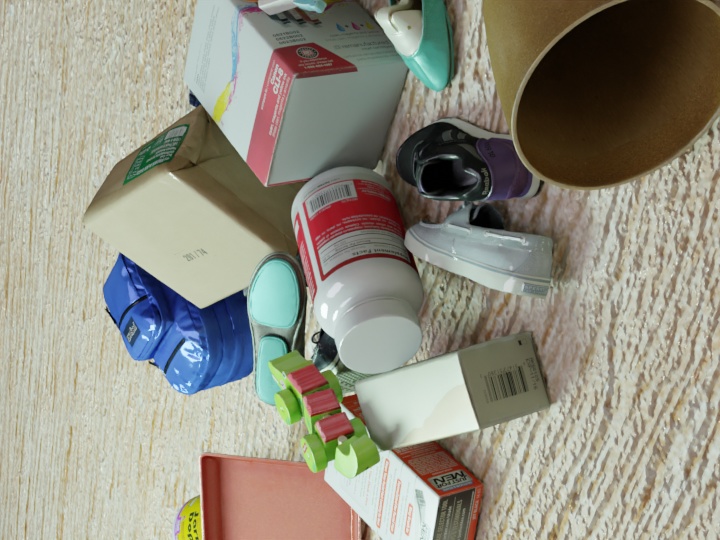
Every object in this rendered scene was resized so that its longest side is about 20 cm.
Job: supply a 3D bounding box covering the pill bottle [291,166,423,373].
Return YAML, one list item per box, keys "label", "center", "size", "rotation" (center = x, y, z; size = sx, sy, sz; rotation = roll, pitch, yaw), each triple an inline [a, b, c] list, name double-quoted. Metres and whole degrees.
- label: "pill bottle"
  center: [0.000, 0.000, 1.570]
  size: [0.113, 0.111, 0.201]
  rotation: [112, 153, -42]

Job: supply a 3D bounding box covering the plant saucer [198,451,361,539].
- label: "plant saucer"
  center: [-0.090, 0.310, 1.850]
  size: [0.198, 0.037, 0.202]
  rotation: [4, 108, 15]

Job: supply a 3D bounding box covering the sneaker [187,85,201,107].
- label: "sneaker"
  center: [-0.143, -0.274, 1.785]
  size: [0.201, 0.077, 0.085]
  rotation: [-57, 37, 27]

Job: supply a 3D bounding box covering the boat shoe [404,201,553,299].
- label: "boat shoe"
  center: [0.116, -0.028, 1.481]
  size: [0.200, 0.070, 0.072]
  rotation: [24, 101, 54]

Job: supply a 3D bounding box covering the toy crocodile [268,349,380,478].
- label: "toy crocodile"
  center: [-0.041, 0.146, 1.624]
  size: [0.200, 0.067, 0.062]
  rotation: [-126, 24, -46]

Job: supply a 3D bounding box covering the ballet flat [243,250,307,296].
- label: "ballet flat"
  center: [-0.077, -0.006, 1.785]
  size: [0.200, 0.072, 0.073]
  rotation: [-13, 90, 57]

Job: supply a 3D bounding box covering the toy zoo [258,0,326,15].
- label: "toy zoo"
  center: [-0.050, -0.340, 1.553]
  size: [0.131, 0.020, 0.201]
  rotation: [-23, 59, 27]

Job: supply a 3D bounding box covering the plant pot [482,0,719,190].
- label: "plant pot"
  center: [0.171, -0.199, 1.241]
  size: [0.201, 0.185, 0.187]
  rotation: [-114, 31, -42]

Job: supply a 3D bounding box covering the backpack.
- label: "backpack"
  center: [-0.214, 0.053, 1.929]
  size: [0.201, 0.167, 0.163]
  rotation: [61, 151, 17]

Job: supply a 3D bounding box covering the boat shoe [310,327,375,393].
- label: "boat shoe"
  center: [-0.016, 0.088, 1.709]
  size: [0.200, 0.074, 0.063]
  rotation: [125, 138, -58]

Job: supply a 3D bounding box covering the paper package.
- label: "paper package"
  center: [-0.180, -0.066, 1.757]
  size: [0.199, 0.190, 0.104]
  rotation: [-23, 39, 48]

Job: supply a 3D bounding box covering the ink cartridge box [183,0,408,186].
- label: "ink cartridge box"
  center: [-0.072, -0.211, 1.628]
  size: [0.200, 0.145, 0.145]
  rotation: [51, 139, 35]

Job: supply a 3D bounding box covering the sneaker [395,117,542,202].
- label: "sneaker"
  center: [0.077, -0.102, 1.483]
  size: [0.200, 0.087, 0.076]
  rotation: [9, 108, 57]

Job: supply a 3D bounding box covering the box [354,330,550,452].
- label: "box"
  center: [0.087, 0.122, 1.541]
  size: [0.200, 0.094, 0.078]
  rotation: [-24, 81, 59]

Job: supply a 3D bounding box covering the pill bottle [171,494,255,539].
- label: "pill bottle"
  center: [-0.159, 0.323, 1.987]
  size: [0.200, 0.104, 0.105]
  rotation: [-31, 74, 57]

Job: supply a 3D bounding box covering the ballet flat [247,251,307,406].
- label: "ballet flat"
  center: [-0.090, 0.056, 1.733]
  size: [0.067, 0.064, 0.201]
  rotation: [12, 121, 12]

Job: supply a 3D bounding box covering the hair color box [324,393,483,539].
- label: "hair color box"
  center: [0.043, 0.227, 1.674]
  size: [0.200, 0.064, 0.112]
  rotation: [41, 132, 46]

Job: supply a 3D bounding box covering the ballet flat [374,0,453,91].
- label: "ballet flat"
  center: [0.042, -0.269, 1.498]
  size: [0.067, 0.070, 0.202]
  rotation: [8, 108, 55]
